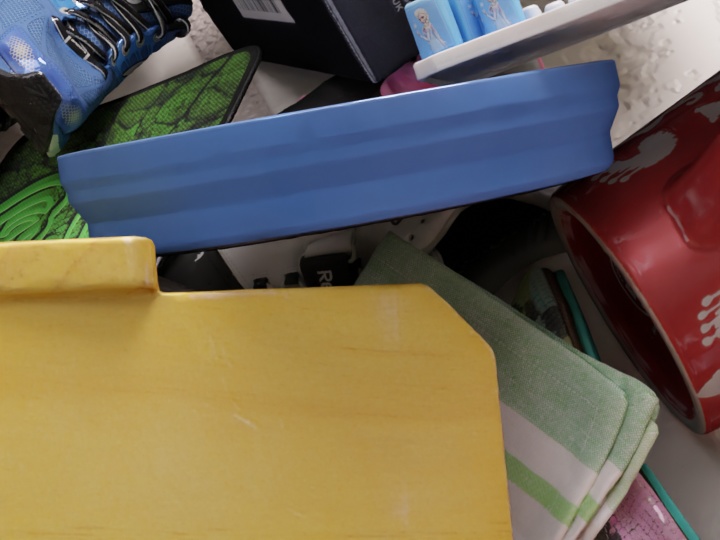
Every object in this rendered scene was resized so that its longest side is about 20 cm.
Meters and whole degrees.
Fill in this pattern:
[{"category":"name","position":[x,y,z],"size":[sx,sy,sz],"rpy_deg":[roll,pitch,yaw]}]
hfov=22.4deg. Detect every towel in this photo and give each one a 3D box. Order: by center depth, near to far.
[{"category":"towel","position":[0.005,0.099,0.662],"size":[0.152,0.023,0.201],"rpy_deg":[32,89,41]}]

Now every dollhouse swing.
[{"category":"dollhouse swing","position":[-0.069,0.101,0.600],"size":[0.181,0.175,0.202],"rpy_deg":[-19,73,55]}]

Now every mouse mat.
[{"category":"mouse mat","position":[-0.135,-0.022,0.823],"size":[0.199,0.008,0.162],"rpy_deg":[-16,42,44]}]

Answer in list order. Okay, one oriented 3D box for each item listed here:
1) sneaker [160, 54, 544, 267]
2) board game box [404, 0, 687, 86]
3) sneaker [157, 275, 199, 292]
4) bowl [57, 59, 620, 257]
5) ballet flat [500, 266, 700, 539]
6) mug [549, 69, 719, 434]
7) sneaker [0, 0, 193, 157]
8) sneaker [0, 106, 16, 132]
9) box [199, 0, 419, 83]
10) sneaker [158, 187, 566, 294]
[{"category":"sneaker","position":[-0.014,-0.053,0.825],"size":[0.199,0.079,0.095],"rpy_deg":[-27,27,-5]},{"category":"board game box","position":[0.117,-0.114,0.653],"size":[0.198,0.026,0.200],"rpy_deg":[-21,2,8]},{"category":"sneaker","position":[-0.141,0.052,0.686],"size":[0.198,0.077,0.113],"rpy_deg":[1,74,28]},{"category":"bowl","position":[-0.006,-0.038,0.641],"size":[0.199,0.040,0.201],"rpy_deg":[-10,4,1]},{"category":"ballet flat","position":[0.080,0.081,0.667],"size":[0.071,0.069,0.201],"rpy_deg":[-26,51,2]},{"category":"mug","position":[0.173,-0.051,0.674],"size":[0.199,0.178,0.134],"rpy_deg":[-32,39,-2]},{"category":"sneaker","position":[-0.132,-0.122,0.868],"size":[0.089,0.079,0.200],"rpy_deg":[-32,21,15]},{"category":"sneaker","position":[-0.211,-0.084,0.888],"size":[0.090,0.077,0.200],"rpy_deg":[-4,29,6]},{"category":"box","position":[0.020,-0.193,0.840],"size":[0.199,0.118,0.196],"rpy_deg":[-37,21,-11]},{"category":"sneaker","position":[0.000,0.000,0.750],"size":[0.199,0.074,0.089],"rpy_deg":[-28,32,-2]}]
